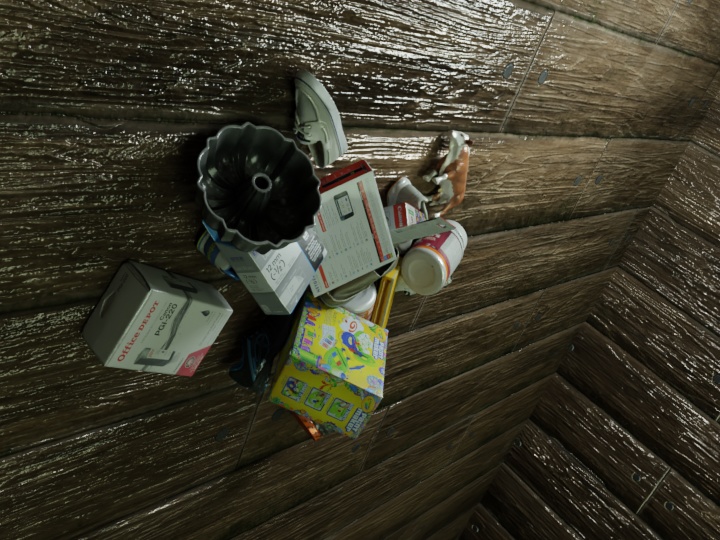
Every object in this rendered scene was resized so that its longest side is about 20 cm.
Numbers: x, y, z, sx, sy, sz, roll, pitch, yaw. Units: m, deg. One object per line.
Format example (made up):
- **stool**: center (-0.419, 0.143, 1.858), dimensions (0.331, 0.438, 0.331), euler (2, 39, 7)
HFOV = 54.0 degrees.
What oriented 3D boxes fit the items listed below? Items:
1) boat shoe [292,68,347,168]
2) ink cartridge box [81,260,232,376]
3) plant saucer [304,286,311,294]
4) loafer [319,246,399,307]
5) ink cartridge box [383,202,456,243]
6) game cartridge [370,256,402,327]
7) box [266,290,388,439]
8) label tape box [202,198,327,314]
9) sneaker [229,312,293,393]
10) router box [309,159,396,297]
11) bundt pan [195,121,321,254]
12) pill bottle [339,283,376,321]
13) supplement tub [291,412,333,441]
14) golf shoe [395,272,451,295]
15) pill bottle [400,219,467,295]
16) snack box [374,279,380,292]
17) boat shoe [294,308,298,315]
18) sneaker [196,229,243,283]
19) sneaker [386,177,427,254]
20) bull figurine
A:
- **boat shoe**: center (-0.076, -0.238, 1.153), dimensions (0.070, 0.070, 0.201), euler (-46, 156, -12)
- **ink cartridge box**: center (-0.323, 0.083, 1.141), dimensions (0.147, 0.084, 0.199), euler (-55, 147, 7)
- **plant saucer**: center (-0.088, -0.028, 1.386), dimensions (0.198, 0.036, 0.204), euler (-34, 145, -28)
- **loafer**: center (0.000, 0.000, 1.403), dimensions (0.198, 0.076, 0.070), euler (-35, 175, -26)
- **ink cartridge box**: center (0.081, -0.094, 1.400), dimensions (0.195, 0.052, 0.108), euler (-13, 167, 24)
- **game cartridge**: center (0.053, 0.072, 1.569), dimensions (0.200, 0.031, 0.181), euler (-62, 166, -74)
- **box**: center (-0.057, 0.178, 1.357), dimensions (0.124, 0.189, 0.202), euler (-59, -170, 30)
- **label tape box**: center (-0.148, -0.051, 1.142), dimensions (0.145, 0.065, 0.203), euler (-59, 134, -36)
- **sneaker**: center (-0.189, 0.135, 1.377), dimensions (0.073, 0.080, 0.205), euler (-162, -85, -80)
- **router box**: center (-0.040, -0.074, 1.288), dimensions (0.175, 0.049, 0.204), euler (-24, 128, -7)
- **bundt pan**: center (-0.160, -0.113, 1.064), dimensions (0.199, 0.205, 0.076), euler (-24, 170, -36)
- **pill bottle**: center (-0.031, 0.106, 1.520), dimensions (0.111, 0.112, 0.203), euler (-29, 147, -32)
- **supplement tub**: center (-0.064, 0.299, 1.676), dimensions (0.199, 0.122, 0.124), euler (-41, 148, -17)
- **golf shoe**: center (0.145, 0.019, 1.732), dimensions (0.097, 0.079, 0.197), euler (-44, 150, 26)
- **pill bottle**: center (0.173, -0.036, 1.608), dimensions (0.200, 0.107, 0.112), euler (-46, 158, -54)
- **snack box**: center (0.003, 0.068, 1.571), dimensions (0.024, 0.072, 0.204), euler (-26, 141, -33)
- **boat shoe**: center (-0.117, 0.154, 1.512), dimensions (0.063, 0.070, 0.205), euler (-27, 134, -34)
- **sneaker**: center (-0.195, -0.014, 1.213), dimensions (0.075, 0.082, 0.199), euler (-56, 151, 8)
- **sneaker**: center (0.101, -0.096, 1.511), dimensions (0.075, 0.092, 0.203), euler (-36, 147, -24)
- **bull figurine**: center (0.193, -0.207, 1.546), dimensions (0.120, 0.065, 0.203), euler (-34, 143, -19)
